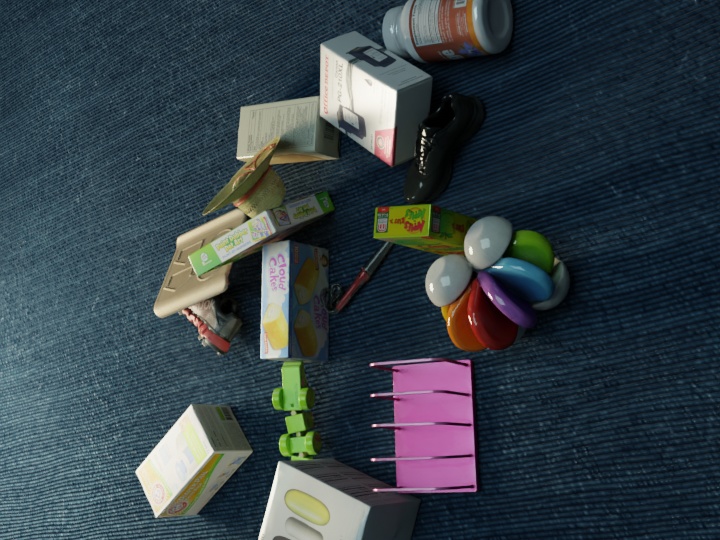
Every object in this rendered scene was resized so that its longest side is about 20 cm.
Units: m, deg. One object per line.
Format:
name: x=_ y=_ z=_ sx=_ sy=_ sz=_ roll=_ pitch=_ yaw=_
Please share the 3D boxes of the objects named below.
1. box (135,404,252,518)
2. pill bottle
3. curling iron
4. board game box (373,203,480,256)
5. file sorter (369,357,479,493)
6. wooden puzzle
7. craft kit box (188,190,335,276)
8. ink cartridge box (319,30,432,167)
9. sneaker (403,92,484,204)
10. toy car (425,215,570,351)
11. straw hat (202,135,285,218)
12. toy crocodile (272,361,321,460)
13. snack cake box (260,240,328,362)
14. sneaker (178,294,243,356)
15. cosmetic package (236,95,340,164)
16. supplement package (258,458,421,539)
box: x=-0.313 y=0.357 z=1.844 sx=0.200 sy=0.101 sz=0.113 roll=-48 pitch=57 yaw=23
pill bottle: x=0.137 y=-0.396 z=1.595 sx=0.198 sy=0.112 sz=0.114 roll=1 pitch=84 yaw=39
curling iron: x=0.000 y=0.000 z=1.692 sx=0.050 sy=0.026 sz=0.200 roll=47 pitch=110 yaw=5
board game box: x=0.120 y=-0.058 z=1.498 sx=0.101 sy=0.199 sz=0.048 roll=-1 pitch=82 yaw=38
file sorter: x=0.091 y=0.238 z=1.510 sx=0.138 sy=0.125 sz=0.203 roll=-8 pitch=77 yaw=28
wooden puzzle: x=-0.298 y=-0.009 z=1.893 sx=0.184 sy=0.046 sz=0.202 roll=-22 pitch=41 yaw=29
craft kit box: x=-0.172 y=-0.068 z=1.739 sx=0.199 sy=0.197 sz=0.049 roll=-27 pitch=87 yaw=33
ink cartridge box: x=0.021 y=-0.290 z=1.651 sx=0.200 sy=0.084 sz=0.146 roll=39 pitch=141 yaw=36
sneaker: x=0.117 y=-0.201 z=1.595 sx=0.076 sy=0.090 sz=0.202 roll=37 pitch=107 yaw=34
toy car: x=0.201 y=0.036 z=1.416 sx=0.200 sy=0.174 sz=0.151 roll=-45 pitch=24 yaw=24
straw hat: x=-0.178 y=-0.139 z=1.730 sx=0.201 sy=0.085 sz=0.201 roll=-41 pitch=15 yaw=14
toy crocodile: x=-0.105 y=0.256 z=1.701 sx=0.067 sy=0.062 sz=0.203 roll=-9 pitch=87 yaw=22
snack cake box: x=-0.113 y=0.057 z=1.723 sx=0.067 sy=0.114 sz=0.203 roll=-7 pitch=79 yaw=37
sneaker: x=-0.286 y=0.077 z=1.891 sx=0.098 sy=0.071 sz=0.200 roll=-50 pitch=43 yaw=1
cosmetic package: x=-0.132 y=-0.254 z=1.815 sx=0.198 sy=0.071 sz=0.107 roll=2 pitch=85 yaw=39
supplement package: x=-0.041 y=0.427 z=1.585 sx=0.199 sy=0.146 sz=0.194 roll=16 pitch=93 yaw=38
